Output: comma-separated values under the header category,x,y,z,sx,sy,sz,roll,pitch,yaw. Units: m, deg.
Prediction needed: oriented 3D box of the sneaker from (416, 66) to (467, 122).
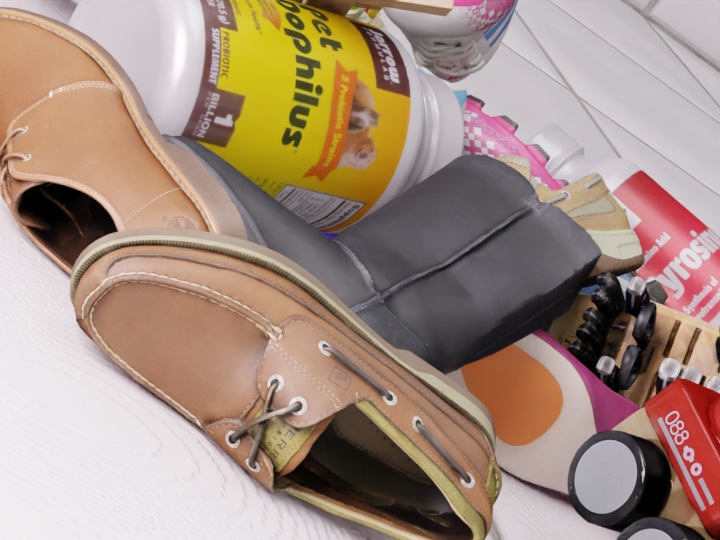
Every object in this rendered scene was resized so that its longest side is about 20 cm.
category,x,y,z,sx,sy,sz,roll,pitch,yaw
sneaker,0.015,-0.078,1.366,0.076,0.081,0.200,27,-1,-16

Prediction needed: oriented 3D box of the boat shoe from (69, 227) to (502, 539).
category,x,y,z,sx,sy,sz,roll,pitch,yaw
boat shoe,-0.026,0.050,0.947,0.199,0.072,0.068,26,31,-17

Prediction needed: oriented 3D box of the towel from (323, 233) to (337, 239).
category,x,y,z,sx,sy,sz,roll,pitch,yaw
towel,0.000,0.000,1.261,0.143,0.023,0.200,31,17,-26

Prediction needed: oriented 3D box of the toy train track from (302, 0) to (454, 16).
category,x,y,z,sx,sy,sz,roll,pitch,yaw
toy train track,-0.052,-0.156,1.145,0.199,0.033,0.115,8,-4,-7

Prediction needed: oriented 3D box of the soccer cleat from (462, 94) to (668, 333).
category,x,y,z,sx,sy,sz,roll,pitch,yaw
soccer cleat,0.093,-0.016,1.386,0.200,0.086,0.070,46,-14,3

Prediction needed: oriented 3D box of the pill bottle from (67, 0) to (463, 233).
category,x,y,z,sx,sy,sz,roll,pitch,yaw
pill bottle,-0.045,-0.080,1.168,0.199,0.110,0.109,12,29,-42

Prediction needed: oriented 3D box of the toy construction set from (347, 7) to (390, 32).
category,x,y,z,sx,sy,sz,roll,pitch,yaw
toy construction set,-0.015,-0.162,1.444,0.092,0.131,0.200,46,-28,14

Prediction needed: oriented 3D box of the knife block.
category,x,y,z,sx,sy,sz,roll,pitch,yaw
knife block,0.184,0.066,1.282,0.200,0.064,0.175,30,-11,-32

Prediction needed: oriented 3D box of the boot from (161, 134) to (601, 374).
category,x,y,z,sx,sy,sz,roll,pitch,yaw
boot,0.004,-0.020,1.094,0.200,0.066,0.165,-30,79,-45

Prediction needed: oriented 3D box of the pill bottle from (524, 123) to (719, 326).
category,x,y,z,sx,sy,sz,roll,pitch,yaw
pill bottle,0.168,0.004,1.477,0.200,0.112,0.112,42,15,11

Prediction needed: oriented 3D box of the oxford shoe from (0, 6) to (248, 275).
category,x,y,z,sx,sy,sz,roll,pitch,yaw
oxford shoe,-0.132,-0.052,1.019,0.071,0.072,0.200,-14,43,-39

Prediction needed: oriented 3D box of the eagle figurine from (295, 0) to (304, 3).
category,x,y,z,sx,sy,sz,roll,pitch,yaw
eagle figurine,-0.105,-0.174,1.279,0.151,0.152,0.200,10,27,-24

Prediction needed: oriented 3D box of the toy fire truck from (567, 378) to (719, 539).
category,x,y,z,sx,sy,sz,roll,pitch,yaw
toy fire truck,0.225,0.109,1.071,0.128,0.200,0.177,22,36,-46

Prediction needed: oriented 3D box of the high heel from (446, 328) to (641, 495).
category,x,y,z,sx,sy,sz,roll,pitch,yaw
high heel,0.114,0.073,1.206,0.200,0.067,0.096,41,23,-12

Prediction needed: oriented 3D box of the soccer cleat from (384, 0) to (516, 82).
category,x,y,z,sx,sy,sz,roll,pitch,yaw
soccer cleat,0.056,-0.145,1.367,0.069,0.087,0.200,13,17,11

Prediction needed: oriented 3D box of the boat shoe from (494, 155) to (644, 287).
category,x,y,z,sx,sy,sz,roll,pitch,yaw
boat shoe,0.081,-0.024,1.280,0.200,0.071,0.077,-5,78,-58
